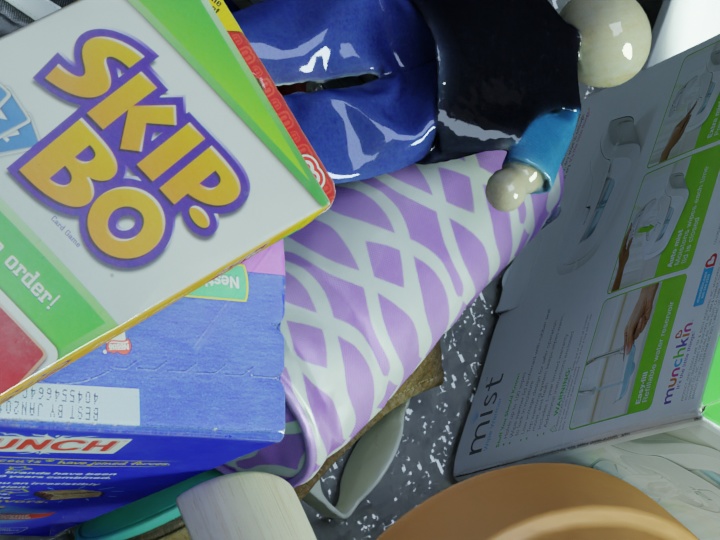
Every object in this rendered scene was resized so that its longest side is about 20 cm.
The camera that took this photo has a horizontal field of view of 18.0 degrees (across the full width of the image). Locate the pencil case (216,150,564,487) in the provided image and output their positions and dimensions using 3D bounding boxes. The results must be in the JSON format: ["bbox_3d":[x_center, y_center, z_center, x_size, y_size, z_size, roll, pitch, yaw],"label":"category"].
[{"bbox_3d":[0.000,0.000,0.890,0.200,0.085,0.084,-44,110,-39],"label":"pencil case"}]

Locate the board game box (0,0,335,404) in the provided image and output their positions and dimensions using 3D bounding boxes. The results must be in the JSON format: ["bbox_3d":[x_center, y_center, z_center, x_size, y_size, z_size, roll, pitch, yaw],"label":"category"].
[{"bbox_3d":[-0.095,-0.023,0.691,0.199,0.030,0.096,-32,90,-38],"label":"board game box"}]

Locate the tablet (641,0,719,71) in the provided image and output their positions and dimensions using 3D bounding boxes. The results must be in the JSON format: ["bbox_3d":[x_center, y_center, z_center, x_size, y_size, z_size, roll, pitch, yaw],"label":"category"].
[{"bbox_3d":[0.227,-0.107,1.109,0.199,0.014,0.131,14,100,-30],"label":"tablet"}]

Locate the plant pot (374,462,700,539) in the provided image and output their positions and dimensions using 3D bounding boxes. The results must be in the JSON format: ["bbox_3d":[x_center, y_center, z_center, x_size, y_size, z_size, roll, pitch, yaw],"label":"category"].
[{"bbox_3d":[0.087,0.190,0.861,0.199,0.140,0.202,-8,109,-25],"label":"plant pot"}]

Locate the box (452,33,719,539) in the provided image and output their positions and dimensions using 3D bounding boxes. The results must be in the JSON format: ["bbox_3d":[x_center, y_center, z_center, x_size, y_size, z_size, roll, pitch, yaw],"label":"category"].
[{"bbox_3d":[0.145,0.007,0.971,0.096,0.176,0.201,30,63,-21],"label":"box"}]

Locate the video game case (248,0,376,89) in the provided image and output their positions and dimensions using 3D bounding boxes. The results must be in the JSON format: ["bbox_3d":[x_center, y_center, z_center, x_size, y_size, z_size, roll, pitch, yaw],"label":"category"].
[{"bbox_3d":[-0.020,-0.168,0.955,0.143,0.019,0.201,48,33,-21],"label":"video game case"}]

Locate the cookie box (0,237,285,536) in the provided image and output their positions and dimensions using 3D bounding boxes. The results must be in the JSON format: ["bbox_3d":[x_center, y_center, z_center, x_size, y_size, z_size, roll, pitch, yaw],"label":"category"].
[{"bbox_3d":[-0.142,0.038,0.777,0.170,0.200,0.076,6,73,-29],"label":"cookie box"}]

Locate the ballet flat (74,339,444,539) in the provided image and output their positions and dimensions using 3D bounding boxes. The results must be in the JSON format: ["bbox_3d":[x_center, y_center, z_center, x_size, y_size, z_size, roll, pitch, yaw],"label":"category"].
[{"bbox_3d":[-0.030,0.079,0.924,0.200,0.068,0.073,-43,119,-36],"label":"ballet flat"}]

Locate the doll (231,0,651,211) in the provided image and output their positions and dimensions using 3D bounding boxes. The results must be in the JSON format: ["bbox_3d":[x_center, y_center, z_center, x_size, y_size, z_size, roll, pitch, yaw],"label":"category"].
[{"bbox_3d":[0.025,-0.083,0.870,0.199,0.048,0.137,-10,74,-23],"label":"doll"}]

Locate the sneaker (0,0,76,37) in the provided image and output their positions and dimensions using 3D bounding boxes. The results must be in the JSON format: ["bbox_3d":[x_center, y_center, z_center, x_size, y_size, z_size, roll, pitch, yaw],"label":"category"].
[{"bbox_3d":[-0.101,-0.055,0.915,0.112,0.073,0.200,-47,119,-6],"label":"sneaker"}]

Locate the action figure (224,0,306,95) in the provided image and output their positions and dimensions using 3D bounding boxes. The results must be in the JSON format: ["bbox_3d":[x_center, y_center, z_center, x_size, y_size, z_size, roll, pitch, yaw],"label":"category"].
[{"bbox_3d":[-0.078,-0.163,0.946,0.200,0.065,0.099,39,38,-30],"label":"action figure"}]

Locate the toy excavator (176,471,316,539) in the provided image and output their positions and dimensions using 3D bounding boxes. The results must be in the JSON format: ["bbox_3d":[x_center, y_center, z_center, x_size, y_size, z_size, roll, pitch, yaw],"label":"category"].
[{"bbox_3d":[-0.134,0.135,0.775,0.199,0.195,0.100,5,46,-42],"label":"toy excavator"}]
